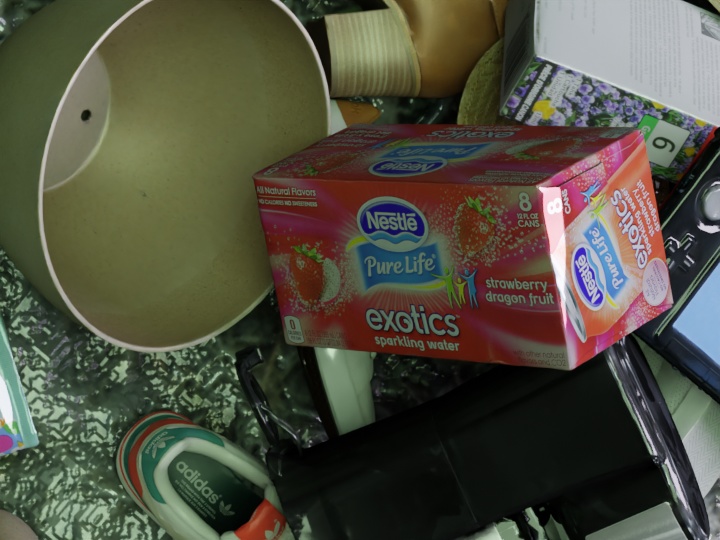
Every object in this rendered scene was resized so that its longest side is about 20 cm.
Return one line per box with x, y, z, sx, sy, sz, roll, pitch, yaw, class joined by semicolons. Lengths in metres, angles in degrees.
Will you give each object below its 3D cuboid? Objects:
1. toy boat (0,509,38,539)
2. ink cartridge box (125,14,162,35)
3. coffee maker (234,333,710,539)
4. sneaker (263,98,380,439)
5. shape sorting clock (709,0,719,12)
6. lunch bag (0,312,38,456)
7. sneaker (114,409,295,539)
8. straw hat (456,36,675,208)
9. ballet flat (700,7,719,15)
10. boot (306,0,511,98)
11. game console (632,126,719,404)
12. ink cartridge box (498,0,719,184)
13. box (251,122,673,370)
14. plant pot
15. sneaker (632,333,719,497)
-0.249;0.222;1.407;0.199;0.131;0.131;-18;124;-12;toy boat
-0.155;-0.263;1.450;0.200;0.043;0.197;30;85;-10;ink cartridge box
0.062;0.099;1.381;0.200;0.135;0.192;-27;111;10;coffee maker
0.000;0.000;1.472;0.084;0.073;0.201;-10;92;-10;sneaker
0.265;-0.192;1.507;0.199;0.039;0.200;15;49;-18;shape sorting clock
-0.281;0.018;1.385;0.170;0.122;0.201;-19;101;-11;lunch bag
-0.052;0.156;1.452;0.200;0.093;0.070;43;82;-10;sneaker
0.134;-0.046;1.490;0.200;0.085;0.202;8;63;-17;straw hat
0.228;-0.129;1.544;0.199;0.046;0.068;-2;113;-8;ballet flat
0.041;-0.200;1.482;0.154;0.074;0.201;-9;104;-17;boot
0.260;0.014;1.371;0.200;0.119;0.173;38;88;-31;game console
0.177;-0.098;1.434;0.200;0.109;0.050;21;129;-11;ink cartridge box
0.050;-0.016;1.349;0.095;0.200;0.100;-27;113;-43;box
-0.133;-0.071;1.395;0.200;0.134;0.201;-21;120;-40;plant pot
0.192;0.034;1.489;0.200;0.116;0.074;-51;135;4;sneaker
